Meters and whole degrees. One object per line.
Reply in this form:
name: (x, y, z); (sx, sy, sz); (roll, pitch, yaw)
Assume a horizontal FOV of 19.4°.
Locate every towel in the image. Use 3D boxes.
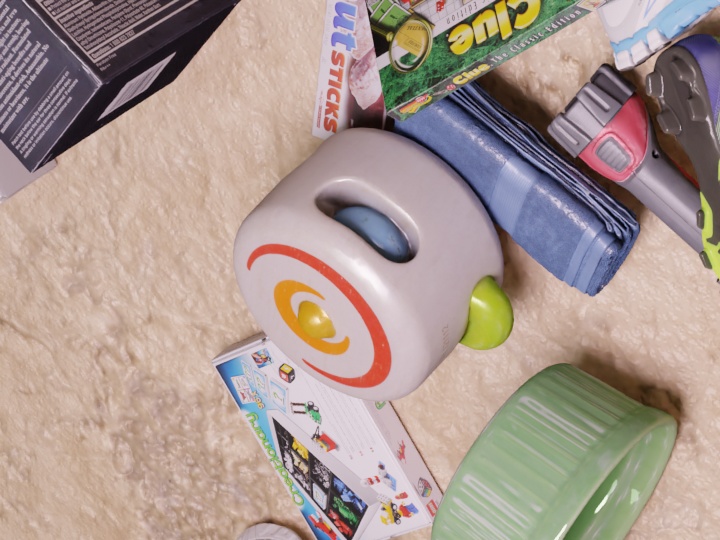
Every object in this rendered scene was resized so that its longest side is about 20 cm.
towel: (0.113, -0.068, 1.543); (0.200, 0.049, 0.112); (39, 159, 10)

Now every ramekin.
ramekin: (0.141, 0.167, 1.579); (0.097, 0.200, 0.201); (35, 128, 20)

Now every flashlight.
flashlight: (0.225, -0.057, 1.490); (0.200, 0.068, 0.068); (41, 171, 0)

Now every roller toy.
roller toy: (0.000, 0.000, 1.580); (0.199, 0.140, 0.183); (2, 129, 49)

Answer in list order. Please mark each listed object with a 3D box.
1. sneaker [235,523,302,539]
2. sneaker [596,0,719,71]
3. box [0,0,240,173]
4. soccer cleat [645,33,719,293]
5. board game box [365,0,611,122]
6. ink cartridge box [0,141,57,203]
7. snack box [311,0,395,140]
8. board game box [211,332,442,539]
sneaker: (-0.035, 0.297, 1.832); (0.200, 0.078, 0.099); (36, 172, 33)
sneaker: (0.224, -0.214, 1.400); (0.200, 0.075, 0.087); (-33, 89, 39)
box: (-0.232, -0.214, 1.599); (0.199, 0.200, 0.123); (48, 130, 2)
soccer cleat: (0.260, -0.066, 1.430); (0.065, 0.083, 0.201); (-19, 90, 59)
board game box: (0.091, -0.193, 1.467); (0.199, 0.023, 0.105); (-29, 60, 31)
ink cartridge box: (-0.373, -0.140, 1.798); (0.145, 0.087, 0.201); (-20, 102, 38)
snack box: (0.009, -0.182, 1.578); (0.072, 0.024, 0.201); (21, 124, 20)
board game box: (-0.027, 0.137, 1.765); (0.126, 0.035, 0.201); (-22, 102, 39)
